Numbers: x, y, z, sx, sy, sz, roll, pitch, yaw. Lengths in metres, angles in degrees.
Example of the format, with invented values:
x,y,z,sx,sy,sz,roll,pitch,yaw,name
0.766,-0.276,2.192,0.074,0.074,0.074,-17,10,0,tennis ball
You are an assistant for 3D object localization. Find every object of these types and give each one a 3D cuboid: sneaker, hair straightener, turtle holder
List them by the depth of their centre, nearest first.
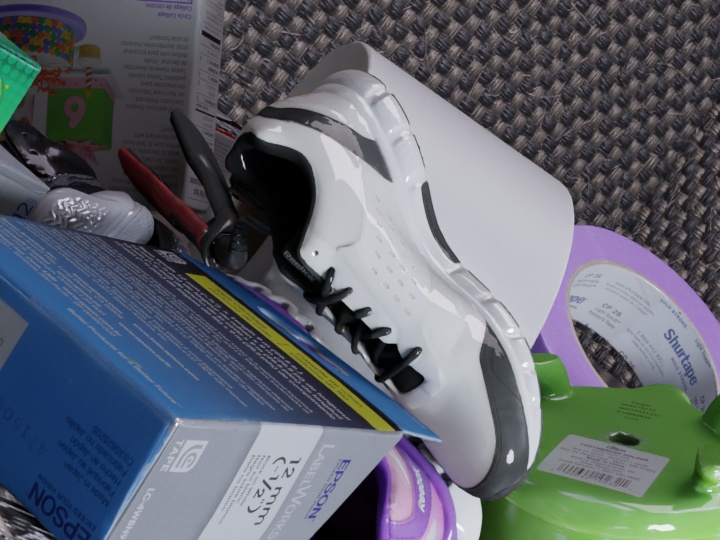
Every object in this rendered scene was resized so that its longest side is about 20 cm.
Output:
x,y,z,sx,sy,sz,roll,pitch,yaw,name
0.006,0.012,0.799,0.080,0.074,0.201,-19,74,-41,sneaker
-0.039,0.069,0.814,0.200,0.081,0.088,37,13,17,sneaker
0.117,0.118,0.897,0.139,0.133,0.186,3,17,-7,turtle holder
-0.065,-0.048,0.906,0.041,0.077,0.200,55,-6,-20,hair straightener
-0.157,-0.023,0.910,0.113,0.076,0.200,35,-1,11,sneaker

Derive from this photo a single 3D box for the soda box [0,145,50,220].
x,y,z,sx,sy,sz,roll,pitch,yaw,name
-0.229,-0.065,0.839,0.200,0.069,0.063,39,5,38,soda box

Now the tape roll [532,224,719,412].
x,y,z,sx,sy,sz,roll,pitch,yaw,name
0.174,0.069,1.267,0.199,0.066,0.201,26,41,-25,tape roll

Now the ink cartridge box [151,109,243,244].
x,y,z,sx,sy,sz,roll,pitch,yaw,name
-0.166,-0.099,1.203,0.175,0.084,0.200,36,5,20,ink cartridge box

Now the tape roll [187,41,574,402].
x,y,z,sx,sy,sz,roll,pitch,yaw,name
0.000,0.000,0.988,0.139,0.204,0.203,33,5,-16,tape roll

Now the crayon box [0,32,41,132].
x,y,z,sx,sy,sz,roll,pitch,yaw,name
-0.219,-0.080,0.744,0.058,0.119,0.200,30,7,-44,crayon box

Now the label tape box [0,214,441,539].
x,y,z,sx,sy,sz,roll,pitch,yaw,name
-0.076,0.046,0.716,0.143,0.066,0.200,37,10,27,label tape box

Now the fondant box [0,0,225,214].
x,y,z,sx,sy,sz,roll,pitch,yaw,name
-0.152,-0.137,1.037,0.143,0.202,0.058,5,-2,9,fondant box
